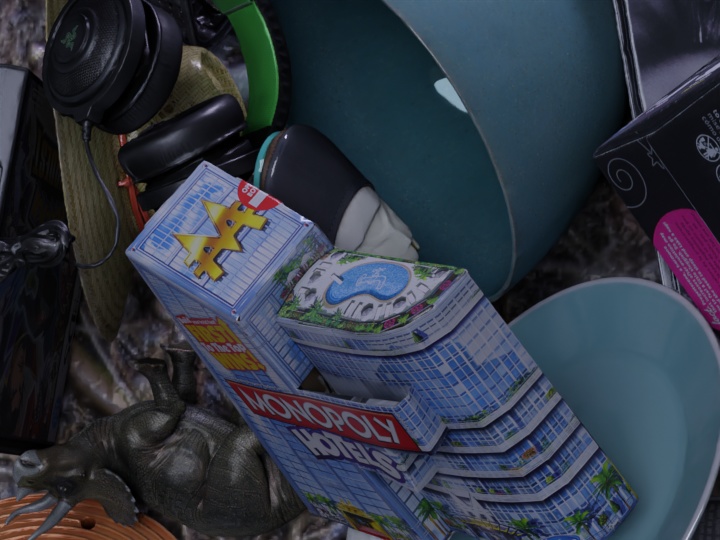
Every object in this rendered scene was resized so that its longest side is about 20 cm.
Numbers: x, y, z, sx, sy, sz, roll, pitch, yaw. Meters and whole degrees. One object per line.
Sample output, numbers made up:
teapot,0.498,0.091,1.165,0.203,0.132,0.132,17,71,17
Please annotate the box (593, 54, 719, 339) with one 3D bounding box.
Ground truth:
box,0.228,-0.020,1.002,0.115,0.132,0.200,-38,93,-31

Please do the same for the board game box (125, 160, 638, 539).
board game box,-0.004,0.044,1.001,0.062,0.200,0.200,-51,30,-20

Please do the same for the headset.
headset,-0.108,-0.072,1.045,0.094,0.124,0.200,-18,32,41

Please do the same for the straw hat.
straw hat,-0.100,-0.068,1.138,0.085,0.201,0.202,-8,80,1

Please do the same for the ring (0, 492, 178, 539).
ring,-0.173,0.198,1.149,0.199,0.019,0.201,-5,46,5

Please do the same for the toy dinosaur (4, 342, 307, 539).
toy dinosaur,-0.079,0.099,1.172,0.199,0.077,0.103,10,100,0

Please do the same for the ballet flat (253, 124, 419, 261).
ballet flat,0.000,0.000,1.096,0.073,0.200,0.073,-5,55,7

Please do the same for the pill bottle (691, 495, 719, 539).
pill bottle,0.195,0.164,1.054,0.199,0.116,0.116,-4,81,15

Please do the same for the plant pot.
plant pot,0.058,-0.103,1.109,0.135,0.200,0.200,-35,72,-22

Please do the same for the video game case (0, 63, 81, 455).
video game case,-0.173,0.003,1.136,0.025,0.200,0.182,9,84,5

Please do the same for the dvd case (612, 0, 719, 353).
dvd case,0.198,-0.062,1.087,0.016,0.148,0.201,-24,71,57

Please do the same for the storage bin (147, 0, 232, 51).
storage bin,-0.094,-0.225,1.135,0.094,0.200,0.135,28,67,18

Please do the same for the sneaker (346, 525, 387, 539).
sneaker,-0.015,0.197,1.122,0.088,0.081,0.201,10,82,31

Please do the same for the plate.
plate,0.097,0.097,1.038,0.200,0.026,0.201,-31,41,32
